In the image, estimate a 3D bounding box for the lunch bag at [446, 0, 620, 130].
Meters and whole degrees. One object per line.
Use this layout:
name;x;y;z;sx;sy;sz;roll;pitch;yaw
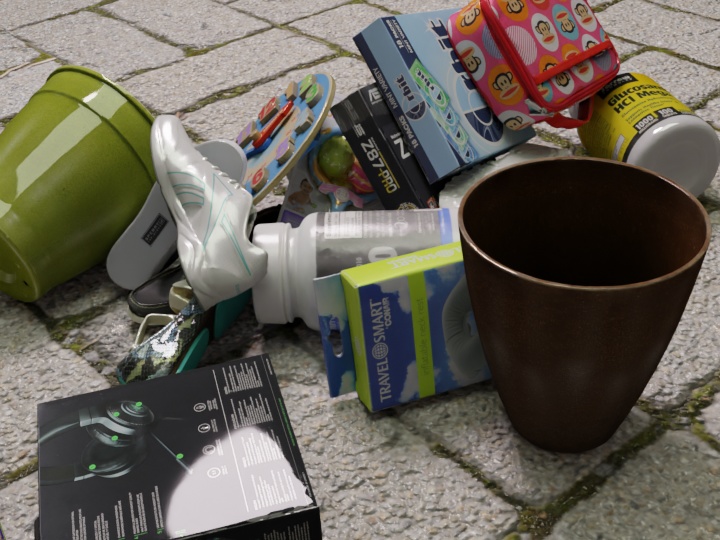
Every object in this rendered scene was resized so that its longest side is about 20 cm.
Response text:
lunch bag;0.201;-0.237;1.110;0.082;0.177;0.200;-28;3;46

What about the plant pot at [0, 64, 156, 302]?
plant pot;-0.319;-0.075;1.044;0.199;0.201;0.193;19;52;29

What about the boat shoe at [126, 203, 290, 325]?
boat shoe;-0.151;-0.008;1.020;0.199;0.068;0.072;-27;42;-29

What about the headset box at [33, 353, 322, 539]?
headset box;-0.142;0.167;0.738;0.199;0.093;0.174;-12;36;-12

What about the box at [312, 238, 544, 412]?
box;0.066;0.043;0.873;0.199;0.123;0.048;-14;22;-16

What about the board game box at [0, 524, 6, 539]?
board game box;-0.263;0.174;0.641;0.044;0.201;0.135;-13;36;-16

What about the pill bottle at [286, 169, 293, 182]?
pill bottle;0.011;-0.152;1.179;0.109;0.110;0.200;27;44;37

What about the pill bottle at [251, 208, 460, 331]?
pill bottle;0.000;0.000;0.954;0.198;0.114;0.114;-2;34;2

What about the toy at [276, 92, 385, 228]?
toy;-0.010;-0.103;1.059;0.115;0.047;0.201;22;65;-13

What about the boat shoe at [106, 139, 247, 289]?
boat shoe;-0.183;-0.060;1.013;0.069;0.200;0.057;47;21;0

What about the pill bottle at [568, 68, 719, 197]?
pill bottle;0.322;-0.164;1.171;0.112;0.113;0.200;-10;35;-11

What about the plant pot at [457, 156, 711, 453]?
plant pot;0.170;0.041;0.803;0.185;0.201;0.187;-2;35;2

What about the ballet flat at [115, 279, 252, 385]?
ballet flat;-0.161;0.045;0.930;0.074;0.075;0.200;10;36;18

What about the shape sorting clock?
shape sorting clock;-0.099;-0.131;1.050;0.200;0.039;0.200;-41;22;21

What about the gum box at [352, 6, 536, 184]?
gum box;0.097;-0.195;1.074;0.044;0.171;0.200;-29;-2;37

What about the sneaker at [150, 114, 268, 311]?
sneaker;-0.140;-0.061;0.920;0.080;0.071;0.201;-20;67;-5

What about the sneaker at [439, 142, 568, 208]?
sneaker;0.156;-0.073;1.056;0.076;0.081;0.199;24;35;38

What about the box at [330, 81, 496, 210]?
box;0.068;-0.135;1.082;0.049;0.162;0.200;-28;3;36
